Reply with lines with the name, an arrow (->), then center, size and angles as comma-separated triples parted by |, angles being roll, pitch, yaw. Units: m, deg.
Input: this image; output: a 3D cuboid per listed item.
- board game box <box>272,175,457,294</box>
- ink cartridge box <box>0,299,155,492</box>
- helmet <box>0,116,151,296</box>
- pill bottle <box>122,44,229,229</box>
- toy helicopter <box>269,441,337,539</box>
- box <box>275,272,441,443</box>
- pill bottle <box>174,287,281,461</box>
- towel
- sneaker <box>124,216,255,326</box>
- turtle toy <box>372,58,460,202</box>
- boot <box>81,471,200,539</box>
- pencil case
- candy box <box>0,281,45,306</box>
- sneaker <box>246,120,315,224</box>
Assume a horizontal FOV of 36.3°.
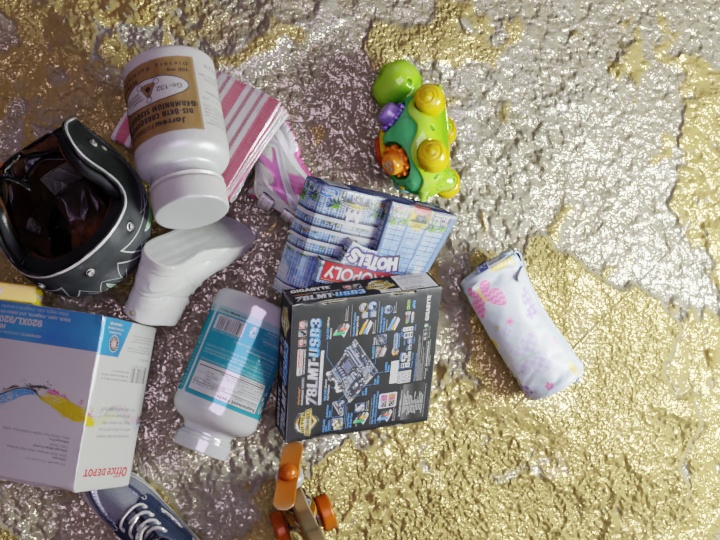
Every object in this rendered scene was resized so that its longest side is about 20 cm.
board game box -> 0.000, 0.000, 1.387 | 0.199, 0.062, 0.201 | 10, 104, -32
ink cartridge box -> -0.350, 0.150, 1.296 | 0.144, 0.147, 0.201 | 7, 83, 14
helmet -> -0.343, -0.066, 1.310 | 0.200, 0.200, 0.191 | -37, 103, -11
pill bottle -> -0.218, -0.158, 1.319 | 0.114, 0.114, 0.201 | -8, 70, -11
toy helicopter -> -0.067, 0.292, 1.325 | 0.079, 0.200, 0.133 | -18, 105, -11
box -> -0.004, 0.109, 1.367 | 0.198, 0.050, 0.201 | -6, 117, -20
pill bottle -> -0.162, 0.131, 1.369 | 0.110, 0.111, 0.201 | 23, 82, -7
towel -> -0.208, -0.187, 1.404 | 0.200, 0.030, 0.147 | 28, 79, 19
sneaker -> -0.218, 0.002, 1.375 | 0.074, 0.200, 0.116 | 38, 120, 18
turtle toy -> 0.069, -0.183, 1.435 | 0.101, 0.146, 0.201 | -7, 74, 12
boot -> -0.260, 0.311, 1.345 | 0.200, 0.090, 0.073 | 39, 80, -5
pencil case -> 0.214, 0.072, 1.454 | 0.091, 0.083, 0.200 | -29, 91, 11
candy box -> -0.487, 0.022, 1.325 | 0.199, 0.102, 0.027 | 7, 84, -10
sneaker -> -0.097, -0.099, 1.422 | 0.088, 0.081, 0.200 | -29, 82, -10
